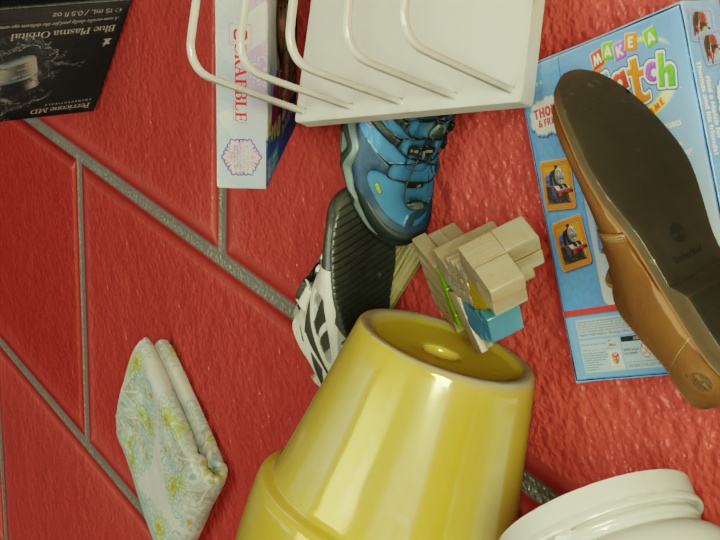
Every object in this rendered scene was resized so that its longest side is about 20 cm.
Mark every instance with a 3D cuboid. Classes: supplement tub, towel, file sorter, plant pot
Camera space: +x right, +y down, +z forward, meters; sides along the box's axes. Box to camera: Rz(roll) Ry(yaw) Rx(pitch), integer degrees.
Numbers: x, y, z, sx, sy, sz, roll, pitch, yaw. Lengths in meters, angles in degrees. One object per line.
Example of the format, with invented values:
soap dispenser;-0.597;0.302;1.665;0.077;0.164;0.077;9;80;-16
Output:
supplement tub;0.165;0.228;0.758;0.145;0.143;0.201;-56;44;50
towel;-0.216;0.197;1.500;0.201;0.048;0.172;60;145;30
file sorter;0.003;-0.180;0.860;0.199;0.124;0.140;1;81;43
plant pot;0.032;0.137;0.940;0.200;0.200;0.190;34;111;51

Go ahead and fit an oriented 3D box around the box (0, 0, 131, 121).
box;-0.378;-0.268;1.489;0.118;0.195;0.200;65;147;22

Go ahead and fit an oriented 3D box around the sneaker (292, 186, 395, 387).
sneaker;-0.022;0.022;1.059;0.088;0.074;0.202;23;127;37

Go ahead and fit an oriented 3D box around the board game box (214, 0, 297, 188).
board game box;-0.079;-0.187;1.056;0.200;0.041;0.201;-80;-8;-70

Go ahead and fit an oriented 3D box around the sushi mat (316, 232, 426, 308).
sushi mat;0.000;0.000;1.109;0.096;0.012;0.200;64;146;27

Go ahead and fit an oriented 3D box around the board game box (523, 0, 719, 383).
board game box;0.166;-0.039;0.794;0.151;0.036;0.202;-13;88;59

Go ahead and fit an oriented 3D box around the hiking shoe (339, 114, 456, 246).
hiking shoe;0.034;-0.111;0.957;0.087;0.074;0.202;24;119;56

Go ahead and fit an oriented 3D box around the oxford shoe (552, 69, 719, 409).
oxford shoe;0.149;-0.016;0.728;0.201;0.071;0.071;66;148;18

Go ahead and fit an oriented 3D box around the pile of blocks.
pile of blocks;0.092;0.006;0.890;0.083;0.062;0.200;66;173;-6
